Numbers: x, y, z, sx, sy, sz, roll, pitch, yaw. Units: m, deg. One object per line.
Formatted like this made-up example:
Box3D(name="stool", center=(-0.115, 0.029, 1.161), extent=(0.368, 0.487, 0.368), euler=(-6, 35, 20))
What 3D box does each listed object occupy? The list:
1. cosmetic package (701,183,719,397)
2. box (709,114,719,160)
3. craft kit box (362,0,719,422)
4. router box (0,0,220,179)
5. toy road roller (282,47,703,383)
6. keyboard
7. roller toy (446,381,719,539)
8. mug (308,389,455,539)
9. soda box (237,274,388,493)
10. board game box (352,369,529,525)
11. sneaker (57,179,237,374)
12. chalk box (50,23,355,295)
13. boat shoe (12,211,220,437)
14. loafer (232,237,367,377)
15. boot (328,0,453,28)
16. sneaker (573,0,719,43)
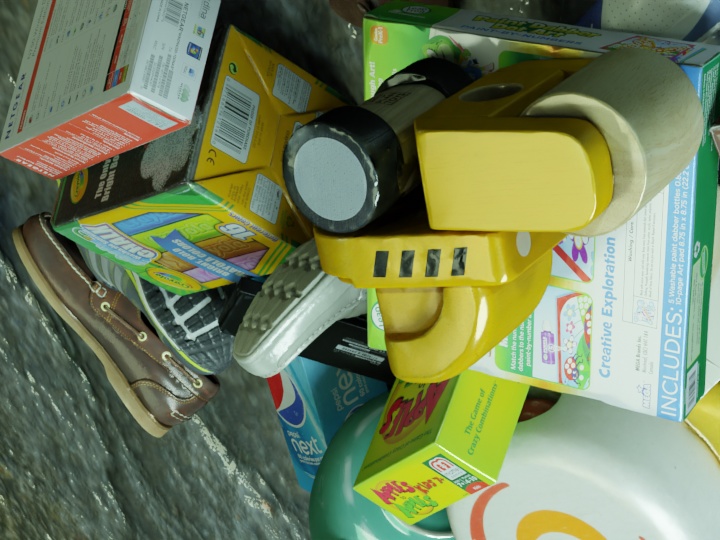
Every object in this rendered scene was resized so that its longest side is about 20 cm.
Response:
Box3D(name="cosmetic package", center=(0.155, -0.029, 1.048), extent=(0.104, 0.073, 0.200), euler=(-45, 82, 8))
Box3D(name="box", center=(0.259, -0.013, 0.957), extent=(0.074, 0.100, 0.201), euler=(-8, 115, 36))
Box3D(name="craft kit box", center=(0.094, -0.034, 0.990), extent=(0.196, 0.048, 0.202), euler=(12, 116, 25))
Box3D(name="router box", center=(-0.155, -0.176, 1.201), extent=(0.049, 0.202, 0.179), euler=(24, 158, -32))
Box3D(name="toy road roller", center=(0.070, -0.024, 0.907), extent=(0.199, 0.123, 0.147), euler=(-1, 111, 33))
Box3D(name="keyboard", center=(0.007, 0.037, 1.274), extent=(0.198, 0.040, 0.104), euler=(17, 151, -12))
Box3D(name="roller toy", center=(0.158, 0.131, 1.162), extent=(0.181, 0.140, 0.201), euler=(20, 138, 21))
Box3D(name="mug", center=(0.040, 0.172, 1.269), extent=(0.151, 0.186, 0.115), euler=(15, 156, -4))
Box3D(name="soda box", center=(-0.028, 0.076, 1.366), extent=(0.064, 0.068, 0.201), euler=(22, 135, 49))
Box3D(name="board game box", center=(0.070, 0.050, 1.135), extent=(0.047, 0.201, 0.101), euler=(33, 146, -15))
Box3D(name="sneaker", center=(-0.157, -0.005, 1.354), extent=(0.201, 0.074, 0.081), euler=(54, 153, 12))
Box3D(name="chalk box", center=(-0.122, -0.067, 1.255), extent=(0.124, 0.126, 0.199), euler=(29, 152, -36))
Box3D(name="boat shoe", center=(-0.187, 0.031, 1.419), extent=(0.070, 0.070, 0.200), euler=(-36, 95, 16))
Box3D(name="loafer", center=(0.000, 0.000, 1.173), extent=(0.070, 0.200, 0.070), euler=(52, 162, -23))
Box3D(name="boot", center=(0.049, -0.199, 1.082), extent=(0.199, 0.072, 0.167), euler=(25, 148, 30))
Box3D(name="sneaker", center=(0.172, -0.184, 0.943), extent=(0.199, 0.080, 0.116), euler=(-30, 93, 47))
